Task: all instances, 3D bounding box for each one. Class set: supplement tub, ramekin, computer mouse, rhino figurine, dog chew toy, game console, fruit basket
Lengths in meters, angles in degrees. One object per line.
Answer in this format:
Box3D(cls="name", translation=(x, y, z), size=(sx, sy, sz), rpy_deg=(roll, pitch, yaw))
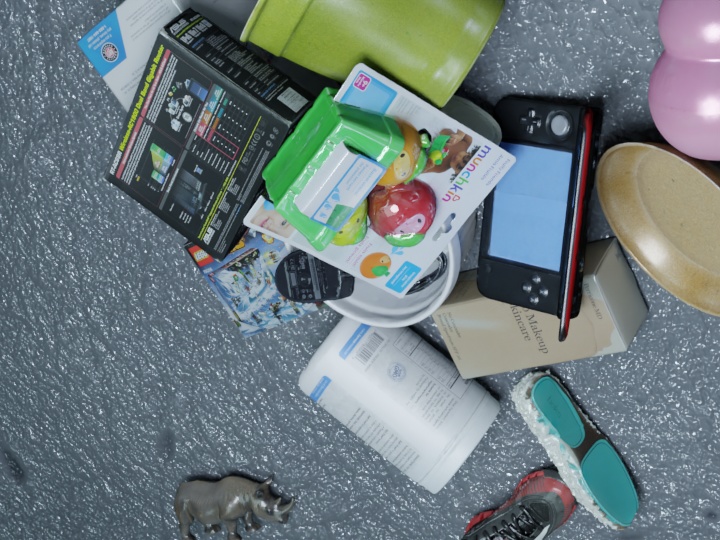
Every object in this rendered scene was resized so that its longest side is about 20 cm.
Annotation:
Box3D(cls="supplement tub", translation=(0.042, 0.137, 1.483), size=(0.199, 0.132, 0.132), rpy_deg=(39, 132, 3))
Box3D(cls="ramekin", translation=(0.026, -0.052, 1.384), size=(0.198, 0.105, 0.202), rpy_deg=(15, 126, 22))
Box3D(cls="computer mouse", translation=(0.000, 0.000, 1.348), size=(0.198, 0.034, 0.059), rpy_deg=(-4, 98, 28))
Box3D(cls="rhino figurine", translation=(-0.170, 0.316, 1.778), size=(0.198, 0.060, 0.088), rpy_deg=(-11, 103, 33))
Box3D(cls="dog chew toy", translation=(0.302, -0.198, 1.112), size=(0.123, 0.124, 0.202), rpy_deg=(6, 116, 28))
Box3D(cls="game console", translation=(0.158, -0.054, 1.232), size=(0.171, 0.118, 0.203), rpy_deg=(14, 103, 40))
Box3D(cls="fruit basket", translation=(0.021, -0.071, 1.218), size=(0.199, 0.094, 0.186), rpy_deg=(29, 113, -28))

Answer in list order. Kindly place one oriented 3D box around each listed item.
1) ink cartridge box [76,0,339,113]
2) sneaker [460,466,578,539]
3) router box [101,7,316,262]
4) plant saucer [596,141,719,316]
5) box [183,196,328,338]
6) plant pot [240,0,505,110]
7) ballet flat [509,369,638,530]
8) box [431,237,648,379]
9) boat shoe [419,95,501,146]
Box3D(cls="ink cartridge box", translation=(-0.152, -0.209, 1.359), size=(0.146, 0.145, 0.201), rpy_deg=(-26, 105, 40))
Box3D(cls="sneaker", translation=(0.177, 0.301, 1.531), size=(0.071, 0.098, 0.201), rpy_deg=(44, 131, 1))
Box3D(cls="router box", translation=(-0.148, -0.126, 1.273), size=(0.149, 0.062, 0.201), rpy_deg=(35, 131, 3))
Box3D(cls="plant saucer", translation=(0.303, -0.045, 1.222), size=(0.200, 0.035, 0.201), rpy_deg=(43, 160, 20))
Box3D(cls="box", translation=(-0.096, -0.011, 1.528), size=(0.199, 0.040, 0.138), rpy_deg=(-21, 108, 39))
Box3D(cls="plant pot", translation=(0.022, -0.245, 1.215), size=(0.192, 0.201, 0.201), rpy_deg=(32, 132, -6))
Box3D(cls="ballet flat", translation=(0.232, 0.194, 1.456), size=(0.071, 0.072, 0.201), rpy_deg=(-28, 98, 40))
Box3D(cls="box", translation=(0.183, 0.041, 1.367), size=(0.198, 0.078, 0.096), rpy_deg=(-15, 111, 38))
Box3D(cls="boat shoe", translation=(0.052, -0.162, 1.312), size=(0.201, 0.072, 0.061), rpy_deg=(41, 151, 19))
